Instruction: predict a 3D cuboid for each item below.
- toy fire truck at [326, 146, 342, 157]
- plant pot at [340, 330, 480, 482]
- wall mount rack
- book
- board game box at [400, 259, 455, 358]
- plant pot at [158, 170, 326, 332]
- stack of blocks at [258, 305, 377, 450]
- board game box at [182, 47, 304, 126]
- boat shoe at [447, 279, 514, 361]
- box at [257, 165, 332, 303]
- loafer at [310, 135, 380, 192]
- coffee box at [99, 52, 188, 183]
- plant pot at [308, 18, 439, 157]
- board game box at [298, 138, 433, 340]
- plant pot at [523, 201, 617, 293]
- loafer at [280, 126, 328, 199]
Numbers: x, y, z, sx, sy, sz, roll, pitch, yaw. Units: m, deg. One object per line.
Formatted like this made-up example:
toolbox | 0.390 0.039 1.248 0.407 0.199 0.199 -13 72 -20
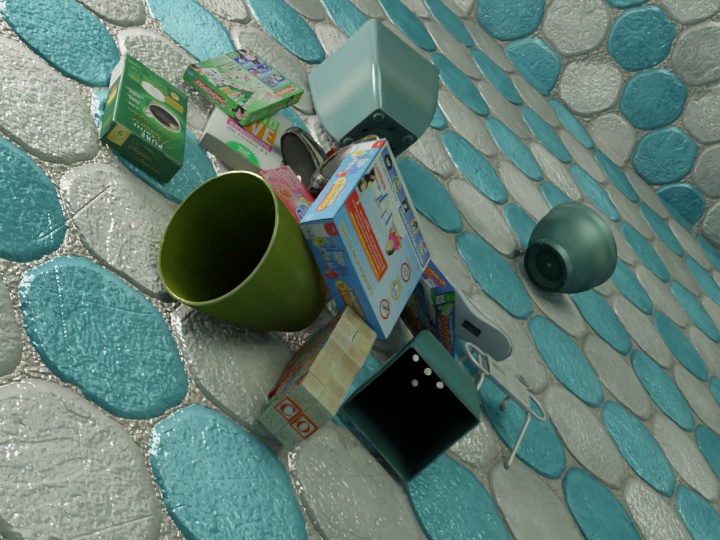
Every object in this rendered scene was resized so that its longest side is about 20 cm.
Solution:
toy fire truck | -0.010 -0.151 2.046 0.199 0.049 0.142 8 47 -57
plant pot | 0.085 0.173 1.633 0.141 0.141 0.200 47 17 -2
wall mount rack | 0.221 0.219 1.875 0.200 0.075 0.174 40 22 -17
book | -0.188 -0.221 1.866 0.133 0.048 0.201 34 28 -17
board game box | 0.097 0.044 1.796 0.034 0.137 0.200 -12 31 -15
plant pot | -0.133 0.002 1.501 0.200 0.186 0.188 42 21 -49
stack of blocks | -0.060 0.142 1.458 0.059 0.115 0.200 44 30 -7
board game box | -0.194 -0.313 1.917 0.134 0.029 0.200 39 30 8
boat shoe | 0.192 0.082 1.996 0.201 0.075 0.086 38 11 17
box | -0.099 -0.045 1.684 0.201 0.100 0.095 53 25 7
loafer | -0.021 -0.165 1.773 0.072 0.073 0.200 28 25 7
coffee box | -0.313 -0.224 1.655 0.122 0.044 0.201 33 28 -29
plant pot | 0.032 -0.317 2.199 0.195 0.195 0.202 31 38 -33
board game box | 0.013 -0.042 1.560 0.196 0.055 0.202 -57 133 -46
plant pot | 0.442 -0.031 2.484 0.134 0.200 0.201 -30 78 -38
loafer | -0.080 -0.135 1.837 0.202 0.072 0.072 64 30 -5
